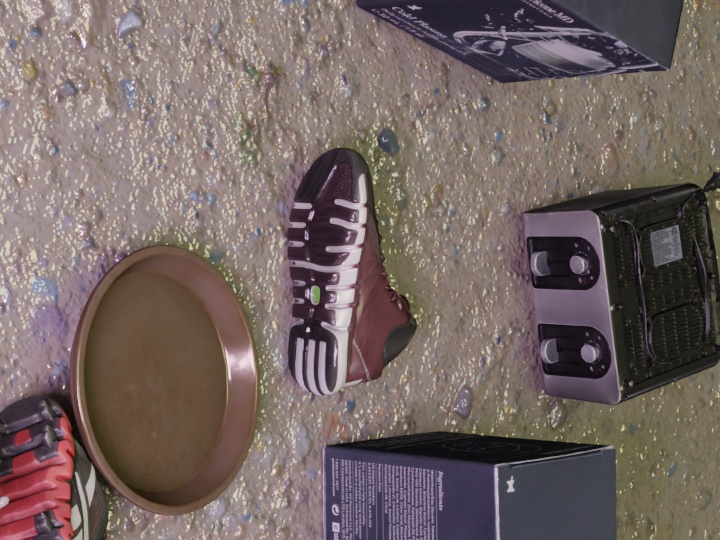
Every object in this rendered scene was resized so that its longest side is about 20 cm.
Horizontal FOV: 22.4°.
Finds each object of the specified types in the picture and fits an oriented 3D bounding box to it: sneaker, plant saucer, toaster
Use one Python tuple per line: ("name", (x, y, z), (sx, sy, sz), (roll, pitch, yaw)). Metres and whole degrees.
("sneaker", (0.000, 0.000, 1.497), (0.115, 0.075, 0.201), (-1, 101, -49))
("plant saucer", (-0.148, 0.082, 1.355), (0.200, 0.029, 0.201), (13, 74, -53))
("sneaker", (-0.214, 0.188, 1.247), (0.098, 0.070, 0.201), (58, 20, -47))
("toaster", (0.249, 0.014, 1.693), (0.199, 0.118, 0.182), (-16, 101, -42))

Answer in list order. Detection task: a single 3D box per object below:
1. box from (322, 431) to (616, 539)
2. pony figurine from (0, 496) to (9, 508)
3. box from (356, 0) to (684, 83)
("box", (0.088, 0.195, 1.483), (0.148, 0.199, 0.108), (-2, 91, -43))
("pony figurine", (-0.330, 0.202, 1.137), (0.192, 0.166, 0.201), (17, 100, -41))
("box", (0.140, -0.251, 1.536), (0.199, 0.196, 0.125), (21, 75, -41))
